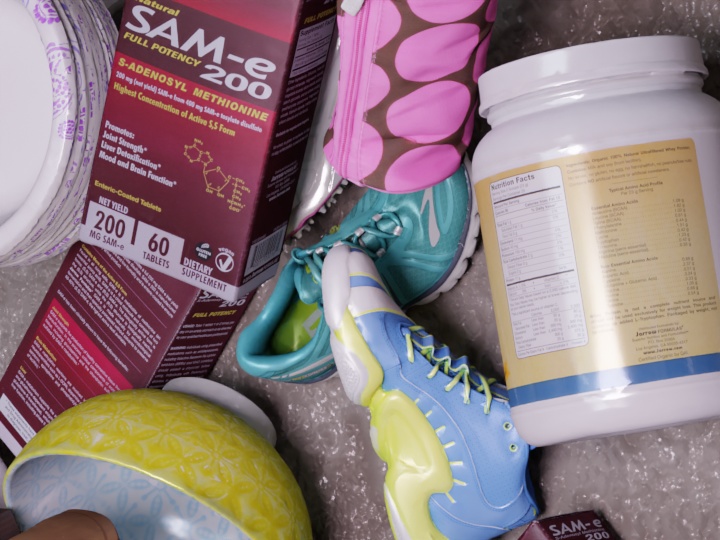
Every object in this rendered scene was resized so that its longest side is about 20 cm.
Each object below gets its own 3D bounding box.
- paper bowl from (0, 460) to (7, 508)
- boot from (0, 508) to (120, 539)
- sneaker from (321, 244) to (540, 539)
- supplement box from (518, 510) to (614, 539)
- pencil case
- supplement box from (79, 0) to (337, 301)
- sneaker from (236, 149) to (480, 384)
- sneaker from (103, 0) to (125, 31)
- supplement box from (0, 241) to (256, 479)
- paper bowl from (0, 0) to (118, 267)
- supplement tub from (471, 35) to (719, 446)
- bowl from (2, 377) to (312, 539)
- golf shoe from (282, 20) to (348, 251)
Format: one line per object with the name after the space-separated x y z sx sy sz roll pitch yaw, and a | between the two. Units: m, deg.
-0.290 0.177 1.773 0.200 0.104 0.201 36 139 40 | paper bowl
-0.184 0.221 1.603 0.200 0.070 0.147 5 112 57 | boot
0.048 0.069 1.534 0.105 0.076 0.201 -17 104 6 | sneaker
0.140 0.245 1.477 0.200 0.061 0.109 53 122 26 | supplement box
0.023 -0.123 1.435 0.091 0.094 0.200 29 146 18 | pencil case
-0.085 -0.097 1.524 0.108 0.061 0.201 21 113 18 | supplement box
0.000 0.000 1.579 0.200 0.079 0.078 -51 62 28 | sneaker
-0.225 -0.119 1.758 0.146 0.077 0.203 35 112 31 | sneaker
-0.156 0.050 1.721 0.109 0.061 0.200 46 119 29 | supplement box
-0.225 -0.102 1.650 0.200 0.104 0.202 2 93 35 | paper bowl
0.138 -0.014 1.424 0.144 0.144 0.201 -13 83 39 | supplement tub
-0.108 0.131 1.640 0.199 0.200 0.108 -3 48 39 | bowl
-0.030 -0.095 1.587 0.091 0.075 0.200 36 113 -9 | golf shoe
